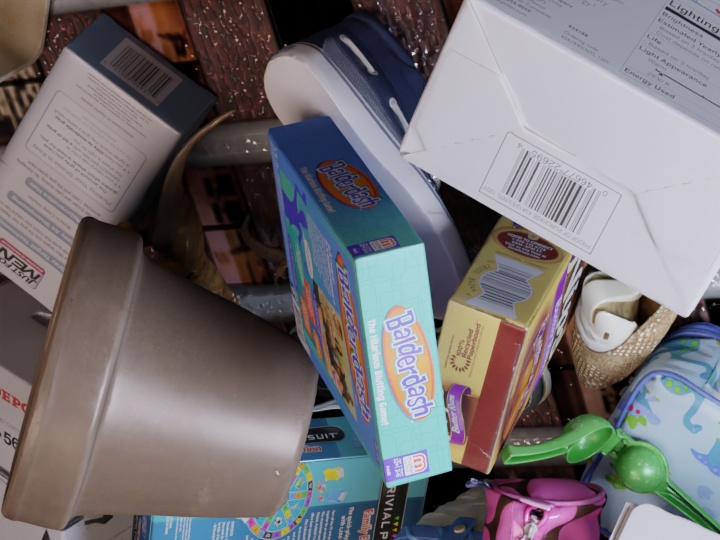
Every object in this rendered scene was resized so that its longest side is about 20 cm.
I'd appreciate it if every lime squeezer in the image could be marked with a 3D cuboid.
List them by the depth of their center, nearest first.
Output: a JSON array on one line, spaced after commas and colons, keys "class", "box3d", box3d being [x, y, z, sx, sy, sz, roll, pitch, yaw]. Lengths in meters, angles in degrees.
[{"class": "lime squeezer", "box3d": [0.168, 0.126, 1.695, 0.200, 0.071, 0.038, 26, 106, -26]}]

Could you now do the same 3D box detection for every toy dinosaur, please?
[{"class": "toy dinosaur", "box3d": [-0.129, -0.028, 1.822, 0.060, 0.106, 0.200, 42, 155, 34]}]

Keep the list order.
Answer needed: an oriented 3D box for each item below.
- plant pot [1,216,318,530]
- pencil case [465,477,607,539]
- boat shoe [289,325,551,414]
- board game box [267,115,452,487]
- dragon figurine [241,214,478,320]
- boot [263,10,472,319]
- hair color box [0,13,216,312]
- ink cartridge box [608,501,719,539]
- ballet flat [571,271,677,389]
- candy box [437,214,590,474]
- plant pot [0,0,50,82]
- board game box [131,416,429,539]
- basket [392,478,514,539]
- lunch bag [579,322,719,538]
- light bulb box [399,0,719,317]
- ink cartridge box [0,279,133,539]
[{"class": "plant pot", "box3d": [-0.124, 0.082, 1.729, 0.174, 0.200, 0.200, 14, 128, -8]}, {"class": "pencil case", "box3d": [0.104, 0.231, 1.705, 0.091, 0.094, 0.200, 5, 95, 2]}, {"class": "boat shoe", "box3d": [0.030, 0.078, 1.833, 0.200, 0.062, 0.073, 6, 122, 23]}, {"class": "board game box", "box3d": [-0.002, 0.015, 1.606, 0.045, 0.200, 0.152, -13, 118, -11]}, {"class": "dragon figurine", "box3d": [0.000, 0.000, 1.785, 0.099, 0.059, 0.200, 25, 165, -35]}, {"class": "boot", "box3d": [0.028, -0.071, 1.702, 0.073, 0.090, 0.200, -30, 94, 48]}, {"class": "hair color box", "box3d": [-0.191, -0.069, 1.850, 0.099, 0.061, 0.200, 37, 128, 1]}, {"class": "ink cartridge box", "box3d": [0.221, 0.235, 1.692, 0.147, 0.083, 0.200, 22, 162, 17]}, {"class": "ballet flat", "box3d": [0.179, 0.002, 1.705, 0.200, 0.065, 0.071, -53, 48, 34]}, {"class": "candy box", "box3d": [0.098, 0.021, 1.674, 0.056, 0.200, 0.117, 20, 126, 9]}, {"class": "plant pot", "box3d": [-0.325, -0.224, 1.745, 0.177, 0.200, 0.200, 30, 129, 20]}, {"class": "board game box", "box3d": [-0.058, 0.177, 1.877, 0.200, 0.047, 0.151, -4, 127, -18]}, {"class": "basket", "box3d": [0.085, 0.249, 1.823, 0.139, 0.200, 0.177, 0, 118, 30]}, {"class": "lunch bag", "box3d": [0.251, 0.141, 1.752, 0.200, 0.082, 0.161, 29, 127, 7]}, {"class": "light bulb box", "box3d": [0.159, -0.112, 1.562, 0.198, 0.200, 0.125, 30, 130, 6]}, {"class": "ink cartridge box", "box3d": [-0.236, 0.129, 1.955, 0.146, 0.084, 0.200, 28, 132, 35]}]
